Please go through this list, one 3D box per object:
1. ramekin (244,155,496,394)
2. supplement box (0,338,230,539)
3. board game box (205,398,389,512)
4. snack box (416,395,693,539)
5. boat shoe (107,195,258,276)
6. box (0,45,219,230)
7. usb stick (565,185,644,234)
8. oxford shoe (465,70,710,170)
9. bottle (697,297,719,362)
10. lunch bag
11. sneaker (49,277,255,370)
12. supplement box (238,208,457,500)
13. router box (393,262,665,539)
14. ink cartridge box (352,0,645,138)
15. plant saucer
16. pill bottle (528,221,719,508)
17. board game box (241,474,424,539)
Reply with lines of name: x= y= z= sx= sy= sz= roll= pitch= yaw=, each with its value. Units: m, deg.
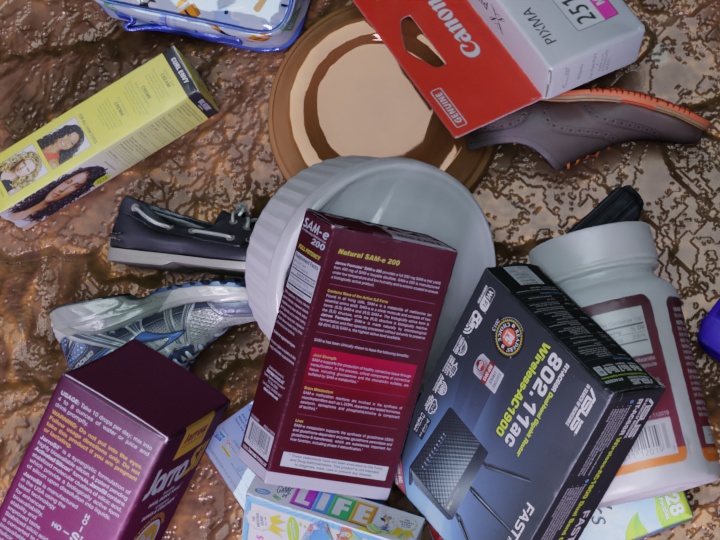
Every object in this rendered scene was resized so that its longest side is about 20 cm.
ramekin: x=0.000 y=0.000 z=1.531 sx=0.203 sy=0.202 sz=0.094 roll=-58 pitch=35 yaw=-2
supplement box: x=-0.206 y=0.173 z=1.536 sx=0.103 sy=0.131 sz=0.200 roll=31 pitch=109 yaw=12
board game box: x=-0.039 y=0.192 z=1.591 sx=0.103 sy=0.019 sz=0.200 roll=-35 pitch=79 yaw=4
snack box: x=0.143 y=0.155 z=1.545 sx=0.200 sy=0.068 sz=0.169 roll=-22 pitch=78 yaw=3
boat shoe: x=-0.112 y=-0.028 z=1.606 sx=0.200 sy=0.073 sz=0.063 roll=4 pitch=84 yaw=12
box: x=-0.221 y=-0.110 z=1.633 sx=0.200 sy=0.075 sz=0.050 roll=-32 pitch=77 yaw=4
usb stick: x=0.150 y=0.007 z=1.545 sx=0.200 sy=0.055 sz=0.033 roll=-42 pitch=71 yaw=-16
oxford shoe: x=0.182 y=-0.115 z=1.575 sx=0.200 sy=0.071 sz=0.073 roll=8 pitch=93 yaw=4
bottle: x=0.353 y=-0.002 z=1.535 sx=0.083 sy=0.065 sz=0.200 roll=36 pitch=89 yaw=11
lunch bag: x=-0.136 y=-0.270 z=1.642 sx=0.200 sy=0.076 sz=0.161 roll=13 pitch=87 yaw=9
sneaker: x=-0.155 y=0.055 z=1.609 sx=0.200 sy=0.077 sz=0.085 roll=-10 pitch=91 yaw=15
supplement box: x=-0.010 y=0.064 z=1.449 sx=0.109 sy=0.061 sz=0.200 roll=12 pitch=100 yaw=-27
router box: x=0.115 y=0.118 z=1.417 sx=0.150 sy=0.062 sz=0.200 roll=45 pitch=123 yaw=36
ink cartridge box: x=0.101 y=-0.218 z=1.559 sx=0.173 sy=0.044 sz=0.200 roll=-24 pitch=60 yaw=-19
plant saucer: x=0.018 y=-0.133 z=1.618 sx=0.200 sy=0.037 sz=0.201 roll=-1 pitch=81 yaw=9
pill bottle: x=0.194 y=0.072 z=1.460 sx=0.114 sy=0.114 sz=0.200 roll=-13 pitch=79 yaw=7
board game box: x=-0.029 y=0.253 z=1.508 sx=0.134 sy=0.034 sz=0.200 roll=16 pitch=129 yaw=10
